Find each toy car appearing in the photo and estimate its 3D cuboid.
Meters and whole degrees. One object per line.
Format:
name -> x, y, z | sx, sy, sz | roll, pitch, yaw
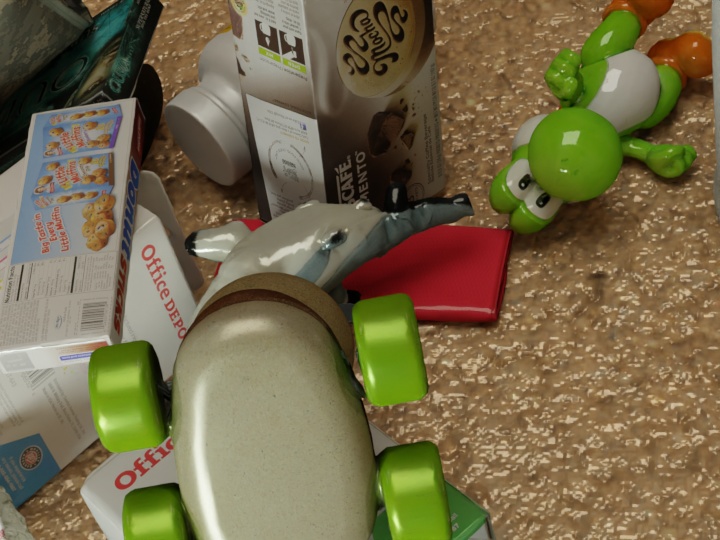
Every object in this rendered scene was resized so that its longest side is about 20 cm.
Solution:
toy car -> -0.046, 0.066, 0.908 | 0.164, 0.158, 0.200 | -10, 18, 1

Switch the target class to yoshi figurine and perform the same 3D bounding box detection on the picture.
yoshi figurine -> 0.166, -0.106, 1.105 | 0.112, 0.112, 0.200 | 28, 64, 26

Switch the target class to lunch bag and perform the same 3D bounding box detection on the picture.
lunch bag -> -0.286, -0.161, 1.141 | 0.164, 0.200, 0.118 | -43, 79, 3

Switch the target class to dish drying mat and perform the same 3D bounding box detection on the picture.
dish drying mat -> 0.000, 0.000, 1.116 | 0.200, 0.018, 0.077 | 3, 52, 16

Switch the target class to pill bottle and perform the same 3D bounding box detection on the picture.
pill bottle -> -0.045, -0.151, 1.202 | 0.200, 0.104, 0.104 | -42, 52, -21

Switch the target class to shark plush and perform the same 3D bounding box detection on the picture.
shark plush -> -0.026, -0.006, 1.068 | 0.200, 0.083, 0.091 | -33, 40, -14

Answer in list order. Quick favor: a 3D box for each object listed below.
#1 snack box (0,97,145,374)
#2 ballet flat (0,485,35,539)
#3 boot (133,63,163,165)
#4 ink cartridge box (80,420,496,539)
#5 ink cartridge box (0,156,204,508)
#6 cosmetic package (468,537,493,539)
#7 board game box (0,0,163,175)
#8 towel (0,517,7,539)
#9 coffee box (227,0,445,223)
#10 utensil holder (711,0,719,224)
snack box -> -0.175, -0.026, 1.009 | 0.072, 0.024, 0.200 | -8, 48, 8
ballet flat -> -0.271, 0.210, 0.980 | 0.072, 0.072, 0.200 | 29, 64, 34
boot -> -0.215, -0.078, 1.212 | 0.075, 0.074, 0.200 | 11, 56, 32
ink cartridge box -> -0.040, 0.152, 0.948 | 0.146, 0.084, 0.200 | -39, 51, -20
ink cartridge box -> -0.204, 0.025, 1.076 | 0.200, 0.129, 0.125 | -41, 52, -22
cosmetic package -> 0.150, 0.197, 0.847 | 0.200, 0.102, 0.074 | 4, 50, 17
board game box -> -0.235, -0.117, 1.208 | 0.200, 0.028, 0.135 | -28, 33, 28
towel -> -0.260, 0.209, 0.932 | 0.146, 0.030, 0.200 | -11, 63, -20
coffee box -> -0.014, -0.124, 1.090 | 0.113, 0.200, 0.080 | -33, 44, -32
utensil holder -> 0.297, -0.114, 1.010 | 0.170, 0.200, 0.170 | -8, 47, 9
